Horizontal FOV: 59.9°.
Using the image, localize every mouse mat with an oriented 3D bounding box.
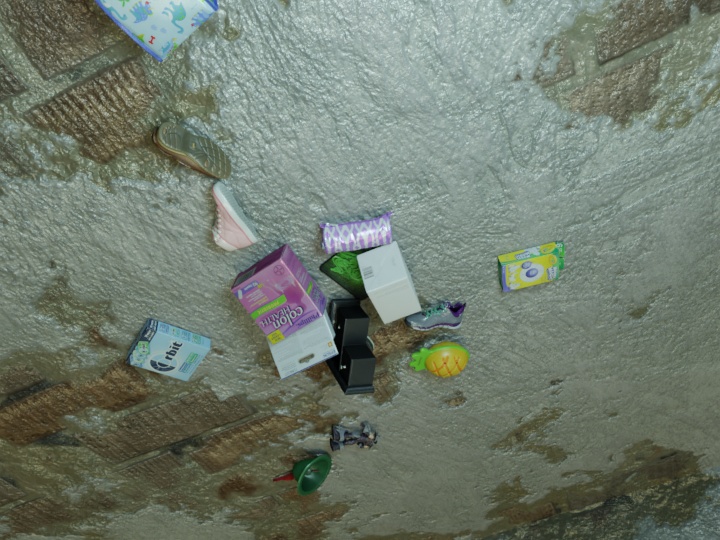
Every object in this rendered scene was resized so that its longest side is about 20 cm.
[{"bbox_3d":[0.000,0.000,1.779,0.160,0.008,0.199,-36,128,22],"label":"mouse mat"}]

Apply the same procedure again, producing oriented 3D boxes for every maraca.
[{"bbox_3d":[0.255,0.287,2.016,0.195,0.108,0.139,0,133,-10],"label":"maraca"}]

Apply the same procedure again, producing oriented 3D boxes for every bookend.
[{"bbox_3d":[-0.023,0.214,1.784,0.090,0.200,0.203,0,112,-22],"label":"bookend"}]

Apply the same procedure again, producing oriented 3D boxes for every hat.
[{"bbox_3d":[-0.238,0.753,2.422,0.199,0.175,0.168,-39,137,-25],"label":"hat"}]

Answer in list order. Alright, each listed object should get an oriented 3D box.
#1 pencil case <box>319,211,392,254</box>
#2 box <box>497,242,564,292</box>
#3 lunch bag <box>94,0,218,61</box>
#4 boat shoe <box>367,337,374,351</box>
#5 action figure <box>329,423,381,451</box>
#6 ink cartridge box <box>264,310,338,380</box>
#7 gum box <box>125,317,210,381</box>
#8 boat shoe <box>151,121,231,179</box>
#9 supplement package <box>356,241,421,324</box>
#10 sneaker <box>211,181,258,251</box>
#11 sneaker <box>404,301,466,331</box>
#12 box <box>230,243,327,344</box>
[{"bbox_3d":[-0.010,-0.099,1.640,0.195,0.084,0.087,-9,111,-4],"label":"pencil case"},{"bbox_3d":[0.505,-0.011,1.830,0.195,0.049,0.119,-16,133,2],"label":"box"},{"bbox_3d":[-0.388,-0.525,1.149,0.169,0.129,0.199,-33,139,21],"label":"lunch bag"},{"bbox_3d":[-0.027,0.223,1.937,0.074,0.067,0.199,-32,130,20],"label":"boat shoe"},{"bbox_3d":[-0.012,0.615,2.303,0.195,0.070,0.132,4,125,-18],"label":"action figure"},{"bbox_3d":[-0.175,0.183,1.799,0.193,0.204,0.043,-25,170,14],"label":"ink cartridge box"},{"bbox_3d":[-0.575,0.241,1.874,0.197,0.045,0.170,23,125,-28],"label":"gum box"},{"bbox_3d":[-0.386,-0.270,1.432,0.067,0.074,0.198,-6,154,45],"label":"boat shoe"},{"bbox_3d":[0.081,0.038,1.717,0.117,0.123,0.201,-20,146,6],"label":"supplement package"},{"bbox_3d":[-0.341,-0.123,1.559,0.103,0.076,0.202,-23,136,5],"label":"sneaker"},{"bbox_3d":[0.227,0.128,1.903,0.196,0.075,0.089,-1,124,-24],"label":"sneaker"},{"bbox_3d":[-0.219,0.066,1.698,0.174,0.097,0.202,-29,111,17],"label":"box"}]
